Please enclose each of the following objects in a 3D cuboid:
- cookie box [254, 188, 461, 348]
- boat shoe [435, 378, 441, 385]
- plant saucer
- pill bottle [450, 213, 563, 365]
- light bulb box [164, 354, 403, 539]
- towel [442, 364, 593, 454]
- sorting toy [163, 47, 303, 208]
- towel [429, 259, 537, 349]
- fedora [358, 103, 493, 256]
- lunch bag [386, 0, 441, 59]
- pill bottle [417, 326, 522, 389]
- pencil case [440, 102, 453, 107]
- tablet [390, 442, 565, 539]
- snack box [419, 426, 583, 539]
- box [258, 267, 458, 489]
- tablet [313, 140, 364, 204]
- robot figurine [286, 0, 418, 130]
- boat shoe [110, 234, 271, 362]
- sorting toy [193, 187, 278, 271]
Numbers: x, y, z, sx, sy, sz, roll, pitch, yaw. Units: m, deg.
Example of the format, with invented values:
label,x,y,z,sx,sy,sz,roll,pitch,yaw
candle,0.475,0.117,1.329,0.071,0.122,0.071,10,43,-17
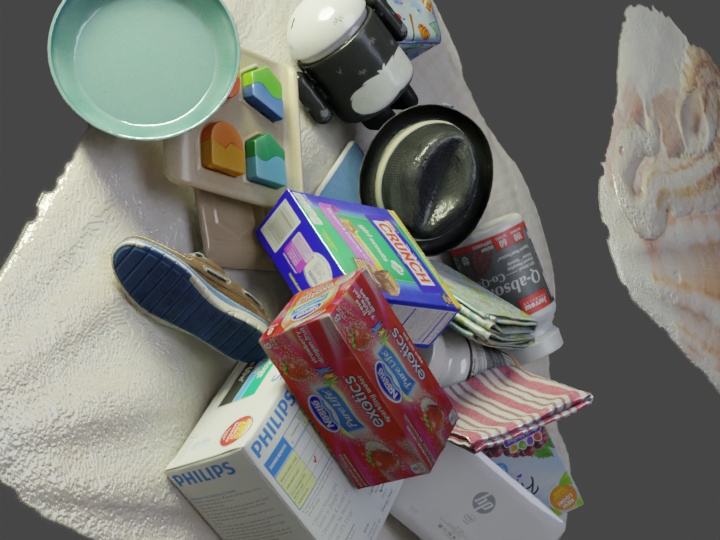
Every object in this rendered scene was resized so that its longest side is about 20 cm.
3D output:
label,x,y,z,sx,sy,sz,roll,pitch,yaw
cookie box,0.000,0.000,1.413,0.200,0.075,0.171,9,40,-51
boat shoe,-0.008,0.118,1.382,0.199,0.071,0.063,18,70,3
plant saucer,-0.227,-0.227,1.280,0.199,0.036,0.201,2,77,-9
pill bottle,0.213,0.029,1.746,0.116,0.115,0.201,-28,97,-54
light bulb box,-0.068,0.204,1.291,0.200,0.124,0.199,54,39,-20
towel,0.159,0.157,1.440,0.199,0.146,0.030,-16,111,-33
sorting toy,-0.137,-0.172,1.369,0.199,0.036,0.186,11,71,-49
towel,0.121,0.039,1.579,0.171,0.200,0.048,10,110,-59
fedora,0.093,-0.113,1.559,0.201,0.200,0.092,63,-7,-11
lunch bag,0.029,-0.381,1.728,0.200,0.075,0.161,-12,82,-53
pill bottle,0.118,0.135,1.575,0.200,0.116,0.117,27,55,-43
pencil case,0.103,-0.146,1.696,0.078,0.086,0.201,61,31,-35
tablet,0.134,0.292,1.461,0.200,0.130,0.014,40,11,-9
snack box,0.153,0.265,1.497,0.143,0.199,0.053,61,5,-13
box,0.001,0.112,1.233,0.201,0.099,0.096,58,37,-16
tablet,-0.012,-0.068,1.582,0.130,0.014,0.200,55,40,-22
robot figurine,-0.011,-0.275,1.588,0.200,0.124,0.151,50,34,-27
boat shoe,-0.179,0.022,1.285,0.200,0.072,0.073,40,24,-26
sorting toy,-0.134,-0.099,1.424,0.185,0.036,0.201,4,76,-51
